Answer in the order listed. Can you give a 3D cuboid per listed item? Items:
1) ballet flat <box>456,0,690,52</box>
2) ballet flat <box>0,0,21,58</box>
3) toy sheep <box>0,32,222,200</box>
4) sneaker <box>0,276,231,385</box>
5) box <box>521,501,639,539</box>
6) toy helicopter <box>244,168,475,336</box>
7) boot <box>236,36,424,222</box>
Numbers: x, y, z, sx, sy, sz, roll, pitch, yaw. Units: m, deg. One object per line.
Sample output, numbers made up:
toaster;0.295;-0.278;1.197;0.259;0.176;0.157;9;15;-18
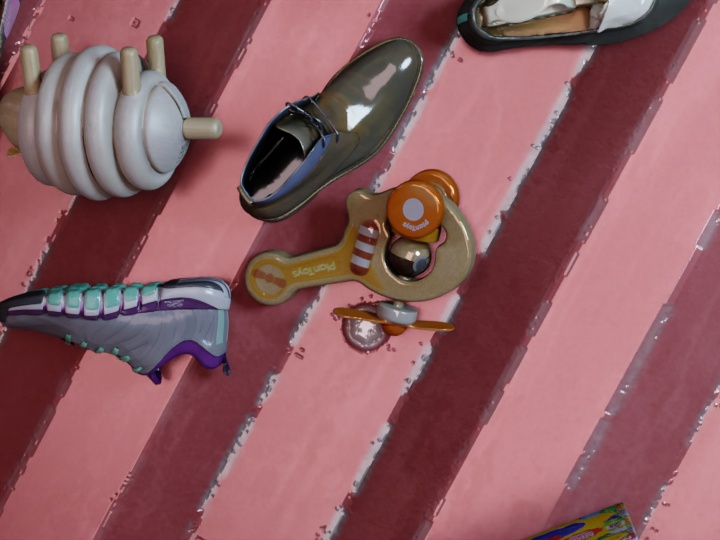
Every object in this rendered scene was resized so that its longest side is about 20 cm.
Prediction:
ballet flat;0.177;-0.215;1.346;0.198;0.068;0.069;-13;89;5
ballet flat;-0.335;-0.175;1.396;0.068;0.071;0.202;17;92;4
toy sheep;-0.208;-0.123;1.355;0.198;0.138;0.139;5;91;22
sneaker;-0.206;0.055;1.385;0.198;0.074;0.089;-3;95;5
box;0.140;0.283;1.290;0.198;0.193;0.123;-21;88;5
toy helicopter;0.000;0.000;1.375;0.198;0.079;0.134;-12;98;16
boot;-0.024;-0.115;1.352;0.075;0.097;0.200;44;94;4
